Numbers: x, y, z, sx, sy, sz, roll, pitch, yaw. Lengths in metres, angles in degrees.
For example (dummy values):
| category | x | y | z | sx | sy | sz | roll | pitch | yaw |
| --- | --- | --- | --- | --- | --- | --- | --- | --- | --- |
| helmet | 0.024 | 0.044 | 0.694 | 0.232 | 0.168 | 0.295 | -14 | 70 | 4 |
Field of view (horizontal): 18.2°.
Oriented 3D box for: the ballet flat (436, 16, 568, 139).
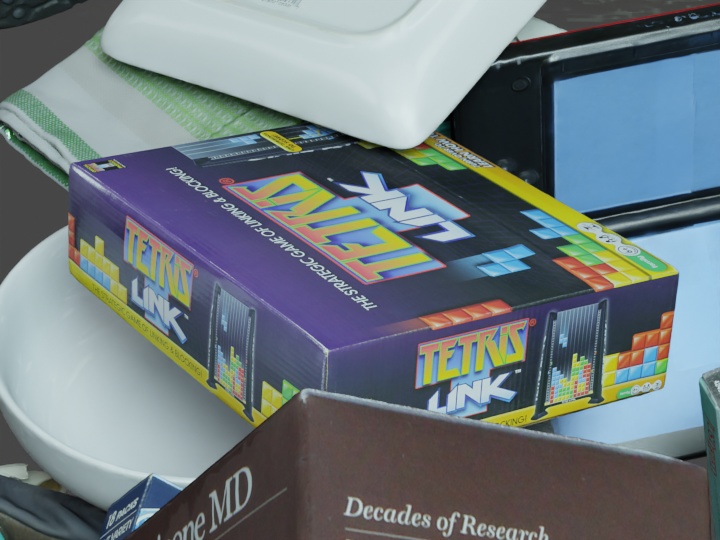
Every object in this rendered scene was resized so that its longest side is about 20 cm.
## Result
| category | x | y | z | sx | sy | sz | roll | pitch | yaw |
| --- | --- | --- | --- | --- | --- | --- | --- | --- | --- |
| ballet flat | 0.058 | -0.083 | 1.047 | 0.200 | 0.068 | 0.069 | -8 | 64 | -3 |

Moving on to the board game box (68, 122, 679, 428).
| category | x | y | z | sx | sy | sz | roll | pitch | yaw |
| --- | --- | --- | --- | --- | --- | --- | --- | --- | --- |
| board game box | 0.000 | 0.000 | 0.903 | 0.165 | 0.057 | 0.200 | -11 | 28 | -33 |

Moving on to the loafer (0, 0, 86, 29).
| category | x | y | z | sx | sy | sz | roll | pitch | yaw |
| --- | --- | --- | --- | --- | --- | --- | --- | --- | --- |
| loafer | -0.121 | -0.192 | 1.089 | 0.200 | 0.068 | 0.070 | -39 | 57 | -7 |

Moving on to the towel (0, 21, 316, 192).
| category | x | y | z | sx | sy | sz | roll | pitch | yaw |
| --- | --- | --- | --- | --- | --- | --- | --- | --- | --- |
| towel | -0.059 | -0.101 | 1.041 | 0.200 | 0.031 | 0.149 | -42 | 51 | -13 |

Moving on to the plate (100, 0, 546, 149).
| category | x | y | z | sx | sy | sz | roll | pitch | yaw |
| --- | --- | --- | --- | --- | --- | --- | --- | --- | --- |
| plate | 0.003 | -0.152 | 1.019 | 0.199 | 0.032 | 0.200 | 21 | 60 | 37 |

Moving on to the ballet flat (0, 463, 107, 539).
| category | x | y | z | sx | sy | sz | roll | pitch | yaw |
| --- | --- | --- | --- | --- | --- | --- | --- | --- | --- |
| ballet flat | -0.134 | 0.122 | 0.985 | 0.200 | 0.073 | 0.073 | 9 | 72 | 32 |

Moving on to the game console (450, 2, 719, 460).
| category | x | y | z | sx | sy | sz | roll | pitch | yaw |
| --- | --- | --- | --- | --- | --- | --- | --- | --- | --- |
| game console | 0.150 | -0.016 | 0.996 | 0.200 | 0.173 | 0.119 | -11 | 47 | -5 |

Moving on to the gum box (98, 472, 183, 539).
| category | x | y | z | sx | sy | sz | roll | pitch | yaw |
| --- | --- | --- | --- | --- | --- | --- | --- | --- | --- |
| gum box | -0.043 | 0.203 | 0.856 | 0.170 | 0.045 | 0.200 | 29 | 52 | -18 |

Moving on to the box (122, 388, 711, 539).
| category | x | y | z | sx | sy | sz | roll | pitch | yaw |
| --- | --- | --- | --- | --- | --- | --- | --- | --- | --- |
| box | 0.017 | 0.173 | 0.773 | 0.164 | 0.166 | 0.200 | 11 | 60 | -26 |

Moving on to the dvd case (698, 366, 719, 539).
| category | x | y | z | sx | sy | sz | roll | pitch | yaw |
| --- | --- | --- | --- | --- | --- | --- | --- | --- | --- |
| dvd case | 0.241 | 0.053 | 0.961 | 0.200 | 0.146 | 0.022 | -23 | 52 | -6 |

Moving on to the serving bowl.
| category | x | y | z | sx | sy | sz | roll | pitch | yaw |
| --- | --- | --- | --- | --- | --- | --- | --- | --- | --- |
| serving bowl | -0.061 | 0.047 | 0.983 | 0.200 | 0.066 | 0.200 | 0 | 38 | 0 |
